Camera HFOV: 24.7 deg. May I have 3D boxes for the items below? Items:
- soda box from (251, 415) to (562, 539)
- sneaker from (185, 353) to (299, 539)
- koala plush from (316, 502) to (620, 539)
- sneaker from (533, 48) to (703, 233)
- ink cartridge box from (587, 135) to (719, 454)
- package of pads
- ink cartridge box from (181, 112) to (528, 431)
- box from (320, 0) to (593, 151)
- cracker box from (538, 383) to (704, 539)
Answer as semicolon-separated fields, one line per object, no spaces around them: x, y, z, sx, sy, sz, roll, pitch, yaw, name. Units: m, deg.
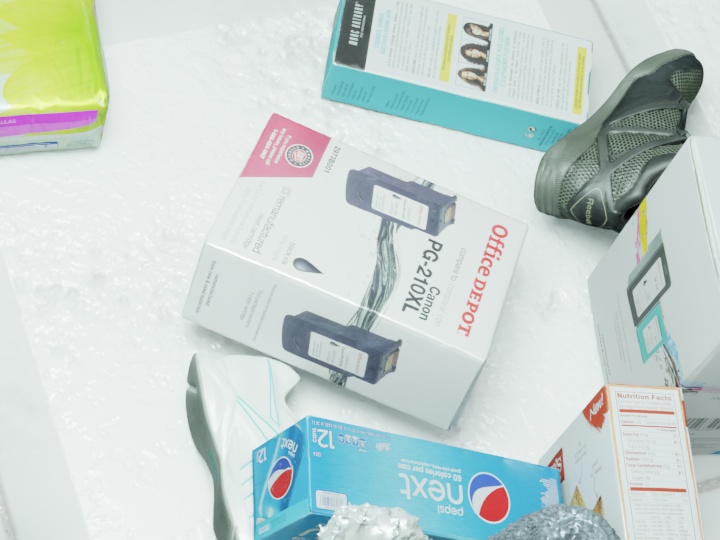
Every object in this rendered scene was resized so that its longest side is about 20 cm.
0.033;0.148;1.037;0.200;0.068;0.064;16;57;-31;soda box
-0.058;0.140;1.056;0.080;0.070;0.201;-3;62;-19;sneaker
0.048;0.205;0.947;0.199;0.178;0.184;15;52;-9;koala plush
0.225;-0.090;1.226;0.114;0.076;0.199;25;46;27;sneaker
0.265;0.022;1.125;0.146;0.200;0.146;1;62;-14;ink cartridge box
-0.263;-0.178;1.177;0.154;0.068;0.201;-7;64;-17;package of pads
0.000;0.000;1.122;0.199;0.084;0.145;23;46;-1;ink cartridge box
0.075;-0.154;1.260;0.199;0.049;0.083;13;60;-7;box
0.168;0.189;1.049;0.057;0.134;0.201;4;61;-12;cracker box
